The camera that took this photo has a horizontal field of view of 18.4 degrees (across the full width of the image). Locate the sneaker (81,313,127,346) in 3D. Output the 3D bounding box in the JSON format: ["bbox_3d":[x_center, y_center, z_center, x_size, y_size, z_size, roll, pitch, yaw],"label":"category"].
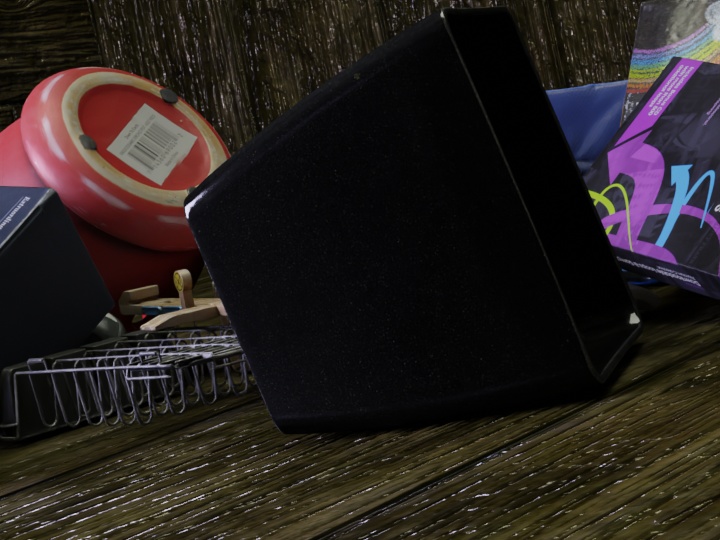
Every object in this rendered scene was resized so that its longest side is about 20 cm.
[{"bbox_3d":[-0.255,0.082,1.589,0.200,0.075,0.085,-15,16,23],"label":"sneaker"}]

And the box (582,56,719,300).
[{"bbox_3d":[0.216,-0.057,1.345,0.143,0.036,0.200,-53,30,-10],"label":"box"}]

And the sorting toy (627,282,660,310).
[{"bbox_3d":[0.083,0.013,1.387,0.180,0.107,0.200,13,17,31],"label":"sorting toy"}]

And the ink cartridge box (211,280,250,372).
[{"bbox_3d":[0.000,0.000,1.631,0.200,0.075,0.165,-12,14,5],"label":"ink cartridge box"}]

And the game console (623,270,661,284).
[{"bbox_3d":[0.246,-0.060,1.649,0.118,0.171,0.200,14,-4,-16],"label":"game console"}]

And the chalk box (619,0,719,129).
[{"bbox_3d":[0.251,-0.077,1.484,0.125,0.200,0.124,-8,-36,32],"label":"chalk box"}]

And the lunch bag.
[{"bbox_3d":[0.198,-0.091,2.057,0.200,0.132,0.136,-8,-13,-4],"label":"lunch bag"}]

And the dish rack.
[{"bbox_3d":[-0.125,0.066,1.429,0.200,0.055,0.153,-6,8,44],"label":"dish rack"}]

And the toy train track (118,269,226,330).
[{"bbox_3d":[-0.113,0.013,1.495,0.115,0.033,0.200,-13,5,-30],"label":"toy train track"}]

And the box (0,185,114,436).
[{"bbox_3d":[-0.299,0.024,1.528,0.200,0.107,0.148,4,42,37],"label":"box"}]

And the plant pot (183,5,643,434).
[{"bbox_3d":[0.024,-0.014,1.190,0.177,0.200,0.200,-23,1,14],"label":"plant pot"}]

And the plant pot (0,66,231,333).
[{"bbox_3d":[-0.205,-0.042,1.679,0.200,0.200,0.183,-17,-31,-49],"label":"plant pot"}]
